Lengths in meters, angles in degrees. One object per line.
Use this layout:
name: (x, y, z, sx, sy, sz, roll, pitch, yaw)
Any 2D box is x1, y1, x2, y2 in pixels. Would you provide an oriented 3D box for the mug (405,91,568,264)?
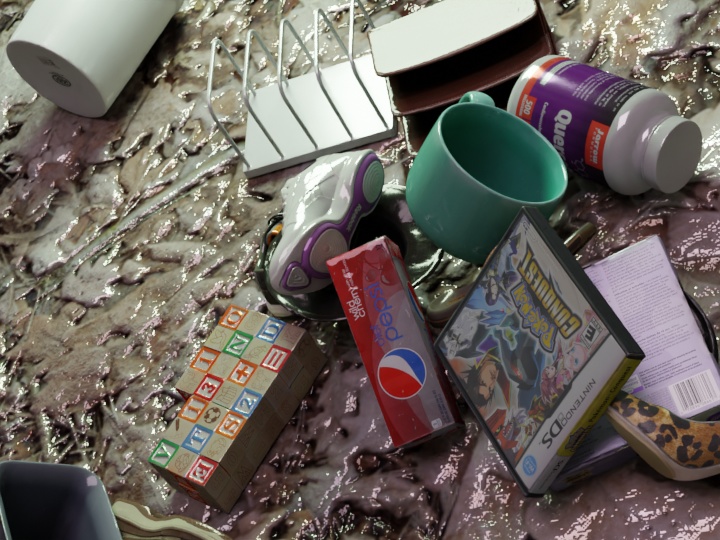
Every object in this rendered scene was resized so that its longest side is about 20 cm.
mug: (0.129, -0.088, 1.675, 0.151, 0.115, 0.185, 34, 37, 6)

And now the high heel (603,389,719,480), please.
high heel: (0.318, 0.126, 1.429, 0.199, 0.071, 0.143, 37, 80, 13)

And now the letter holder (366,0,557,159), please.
letter holder: (0.123, -0.230, 1.841, 0.198, 0.101, 0.143, -20, 48, 12)

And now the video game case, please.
video game case: (0.158, 0.074, 1.487, 0.182, 0.025, 0.201, -59, 44, 30)

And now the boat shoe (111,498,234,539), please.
boat shoe: (-0.191, 0.290, 1.617, 0.201, 0.075, 0.075, 5, 58, 47)

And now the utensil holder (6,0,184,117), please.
utensil holder: (-0.355, -0.330, 2.154, 0.169, 0.170, 0.201, 13, 64, 36)

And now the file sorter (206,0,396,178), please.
file sorter: (-0.069, -0.224, 1.931, 0.198, 0.125, 0.140, -14, 49, 18)

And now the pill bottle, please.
pill bottle: (0.256, -0.149, 1.691, 0.199, 0.113, 0.113, 28, 70, 42)

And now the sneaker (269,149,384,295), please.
sneaker: (-0.051, -0.049, 1.698, 0.099, 0.075, 0.201, 6, 46, 33)

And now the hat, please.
hat: (0.000, 0.000, 1.733, 0.198, 0.081, 0.202, -10, 48, 11)

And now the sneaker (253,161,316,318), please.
sneaker: (-0.068, -0.047, 1.816, 0.073, 0.080, 0.202, -5, 51, 28)

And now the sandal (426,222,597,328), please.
sandal: (0.141, -0.004, 1.594, 0.199, 0.055, 0.082, -26, 7, 34)

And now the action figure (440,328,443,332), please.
action figure: (0.173, 0.047, 1.626, 0.198, 0.052, 0.066, -10, 55, 25)

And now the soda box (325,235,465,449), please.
soda box: (0.035, 0.073, 1.604, 0.069, 0.063, 0.202, -23, 77, 11)

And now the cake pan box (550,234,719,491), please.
cake pan box: (0.237, 0.085, 1.523, 0.198, 0.052, 0.186, -26, 63, 9)

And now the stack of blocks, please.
stack of blocks: (-0.139, 0.144, 1.712, 0.114, 0.059, 0.201, 16, 63, 38)

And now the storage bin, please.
storage bin: (-0.326, 0.310, 1.612, 0.135, 0.144, 0.201, -62, 37, 27)
